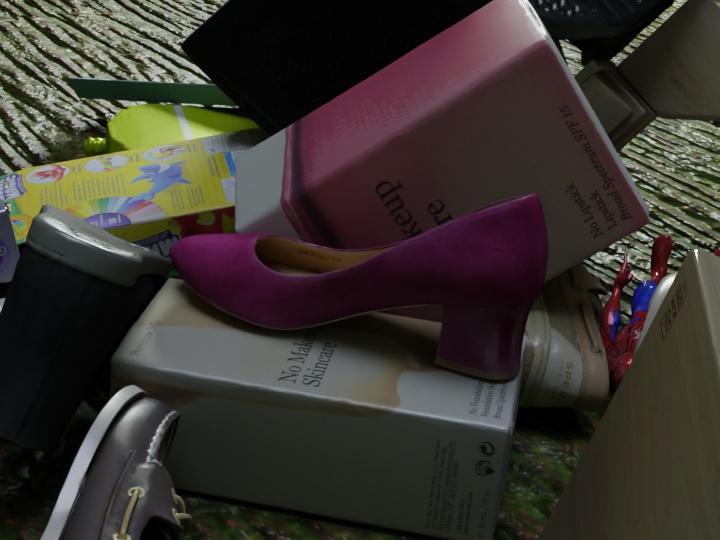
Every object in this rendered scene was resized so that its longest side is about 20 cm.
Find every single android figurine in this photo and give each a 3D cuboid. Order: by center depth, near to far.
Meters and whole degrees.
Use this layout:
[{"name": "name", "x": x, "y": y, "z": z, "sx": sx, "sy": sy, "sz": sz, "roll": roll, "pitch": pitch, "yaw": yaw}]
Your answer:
[{"name": "android figurine", "x": -0.104, "y": -0.084, "z": 1.116, "sx": 0.199, "sy": 0.041, "sz": 0.182, "roll": -1, "pitch": 26, "yaw": -16}]

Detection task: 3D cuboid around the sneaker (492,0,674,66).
[{"name": "sneaker", "x": 0.142, "y": -0.170, "z": 0.972, "sx": 0.199, "sy": 0.114, "sz": 0.076, "roll": -29, "pitch": 80, "yaw": -42}]

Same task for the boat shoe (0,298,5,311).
[{"name": "boat shoe", "x": -0.209, "y": 0.044, "z": 0.785, "sx": 0.071, "sy": 0.070, "sz": 0.200, "roll": 15, "pitch": 27, "yaw": 18}]

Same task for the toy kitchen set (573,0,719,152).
[{"name": "toy kitchen set", "x": 0.206, "y": -0.057, "z": 1.002, "sx": 0.181, "sy": 0.200, "sz": 0.163, "roll": 50, "pitch": 17, "yaw": 6}]

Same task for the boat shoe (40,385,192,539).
[{"name": "boat shoe", "x": -0.107, "y": 0.122, "z": 0.646, "sx": 0.059, "sy": 0.072, "sz": 0.200, "roll": 14, "pitch": 29, "yaw": 3}]

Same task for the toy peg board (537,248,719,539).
[{"name": "toy peg board", "x": 0.130, "y": 0.130, "z": 0.551, "sx": 0.097, "sy": 0.200, "sz": 0.200, "roll": 21, "pitch": 25, "yaw": -3}]

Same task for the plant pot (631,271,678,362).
[{"name": "plant pot", "x": 0.220, "y": 0.077, "z": 0.679, "sx": 0.183, "sy": 0.201, "sz": 0.200, "roll": 8, "pitch": 24, "yaw": 22}]

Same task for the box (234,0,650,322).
[{"name": "box", "x": 0.042, "y": -0.046, "z": 0.859, "sx": 0.200, "sy": 0.128, "sz": 0.109, "roll": -31, "pitch": 24, "yaw": 10}]

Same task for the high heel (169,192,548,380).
[{"name": "high heel", "x": -0.005, "y": -0.014, "z": 0.752, "sx": 0.199, "sy": 0.096, "sz": 0.067, "roll": 17, "pitch": 26, "yaw": 23}]

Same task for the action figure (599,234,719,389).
[{"name": "action figure", "x": 0.186, "y": 0.028, "z": 0.938, "sx": 0.065, "sy": 0.052, "sz": 0.200, "roll": 19, "pitch": 30, "yaw": 15}]

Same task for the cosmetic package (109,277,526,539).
[{"name": "cosmetic package", "x": -0.020, "y": 0.069, "z": 0.772, "sx": 0.199, "sy": 0.071, "sz": 0.105, "roll": 9, "pitch": 26, "yaw": 6}]

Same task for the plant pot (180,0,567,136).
[{"name": "plant pot", "x": 0.034, "y": -0.147, "z": 1.026, "sx": 0.178, "sy": 0.199, "sz": 0.200, "roll": 54, "pitch": 20, "yaw": 5}]

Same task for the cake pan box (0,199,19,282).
[{"name": "cake pan box", "x": -0.314, "y": -0.025, "z": 0.892, "sx": 0.199, "sy": 0.052, "sz": 0.184, "roll": -18, "pitch": 34, "yaw": -19}]

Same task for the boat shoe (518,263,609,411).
[{"name": "boat shoe", "x": 0.113, "y": 0.024, "z": 0.910, "sx": 0.064, "sy": 0.071, "sz": 0.200, "roll": 13, "pitch": 31, "yaw": -4}]

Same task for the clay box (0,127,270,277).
[{"name": "clay box", "x": -0.142, "y": -0.037, "z": 0.969, "sx": 0.199, "sy": 0.048, "sz": 0.115, "roll": -11, "pitch": 29, "yaw": -7}]

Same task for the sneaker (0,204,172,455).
[{"name": "sneaker", "x": -0.156, "y": 0.028, "z": 0.778, "sx": 0.075, "sy": 0.107, "sz": 0.200, "roll": 24, "pitch": 1, "yaw": -1}]

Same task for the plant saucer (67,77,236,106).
[{"name": "plant saucer", "x": -0.127, "y": -0.139, "z": 1.183, "sx": 0.199, "sy": 0.019, "sz": 0.070, "roll": 4, "pitch": 7, "yaw": 19}]
